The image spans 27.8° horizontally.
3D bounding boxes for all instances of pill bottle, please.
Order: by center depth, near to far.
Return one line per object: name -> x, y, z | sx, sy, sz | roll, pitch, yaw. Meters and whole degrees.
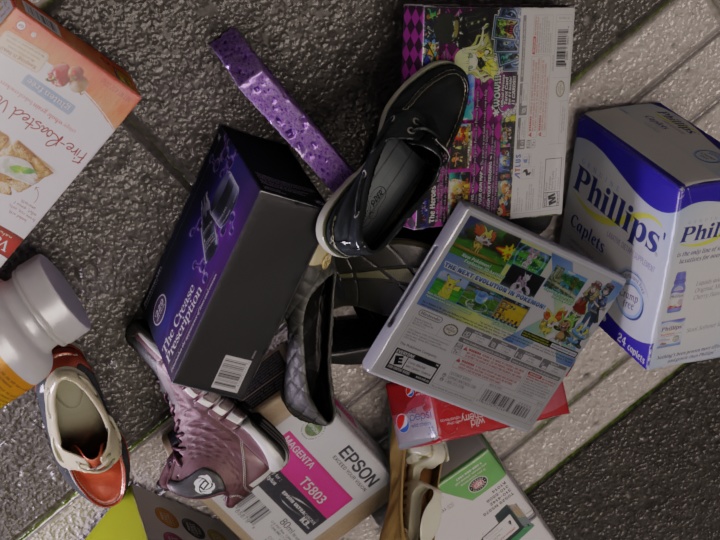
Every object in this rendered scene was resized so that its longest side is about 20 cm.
pill bottle -> -0.345, 0.074, 1.293 | 0.200, 0.111, 0.111 | -34, 125, 0

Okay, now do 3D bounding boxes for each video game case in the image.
video game case -> 0.116, -0.144, 1.335 | 0.181, 0.036, 0.200 | -8, 106, -35
video game case -> 0.127, 0.047, 1.364 | 0.200, 0.022, 0.182 | 23, 106, -29

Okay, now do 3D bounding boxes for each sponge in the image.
sponge -> -0.052, -0.122, 1.293 | 0.030, 0.112, 0.200 | -40, 124, 2

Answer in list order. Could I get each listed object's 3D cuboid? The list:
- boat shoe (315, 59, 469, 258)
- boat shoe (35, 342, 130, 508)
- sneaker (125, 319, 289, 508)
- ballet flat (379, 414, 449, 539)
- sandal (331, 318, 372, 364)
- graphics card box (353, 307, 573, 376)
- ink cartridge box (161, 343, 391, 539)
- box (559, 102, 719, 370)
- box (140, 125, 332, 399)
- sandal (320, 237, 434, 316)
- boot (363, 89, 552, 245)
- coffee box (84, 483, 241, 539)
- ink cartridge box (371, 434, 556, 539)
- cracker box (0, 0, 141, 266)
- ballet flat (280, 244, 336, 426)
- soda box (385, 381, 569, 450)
boat shoe -> 0.041, -0.093, 1.234 | 0.199, 0.066, 0.075 | -51, 118, -12
boat shoe -> -0.265, 0.159, 1.404 | 0.071, 0.063, 0.200 | -19, 125, -12
sneaker -> -0.172, 0.147, 1.378 | 0.200, 0.076, 0.116 | 43, 95, 3
ballet flat -> 0.064, 0.211, 1.483 | 0.069, 0.063, 0.200 | 19, 69, -35
sandal -> 0.027, 0.079, 1.469 | 0.200, 0.075, 0.045 | 0, 124, -12
graphics card box -> 0.104, 0.051, 1.445 | 0.200, 0.125, 0.051 | 3, 123, -24
ink cartridge box -> -0.078, 0.198, 1.492 | 0.165, 0.075, 0.200 | -37, 124, 4
box -> 0.287, -0.037, 1.426 | 0.105, 0.184, 0.200 | -8, 121, -23
box -> -0.116, -0.008, 1.317 | 0.079, 0.141, 0.200 | 17, 111, -26
sandal -> -0.001, -0.001, 1.383 | 0.201, 0.057, 0.080 | -1, 118, 24
boot -> 0.104, -0.087, 1.401 | 0.200, 0.066, 0.165 | 11, 121, -23
coffee box -> -0.196, 0.377, 1.471 | 0.198, 0.200, 0.200 | 32, 105, -34
ink cartridge box -> 0.112, 0.273, 1.602 | 0.146, 0.084, 0.200 | -36, 124, 2
cracker box -> -0.302, -0.118, 1.232 | 0.134, 0.058, 0.200 | 35, 103, -32
ballet flat -> -0.038, 0.052, 1.346 | 0.066, 0.057, 0.200 | -30, 133, -46
soda box -> 0.122, 0.130, 1.482 | 0.200, 0.063, 0.070 | -6, 82, -43
